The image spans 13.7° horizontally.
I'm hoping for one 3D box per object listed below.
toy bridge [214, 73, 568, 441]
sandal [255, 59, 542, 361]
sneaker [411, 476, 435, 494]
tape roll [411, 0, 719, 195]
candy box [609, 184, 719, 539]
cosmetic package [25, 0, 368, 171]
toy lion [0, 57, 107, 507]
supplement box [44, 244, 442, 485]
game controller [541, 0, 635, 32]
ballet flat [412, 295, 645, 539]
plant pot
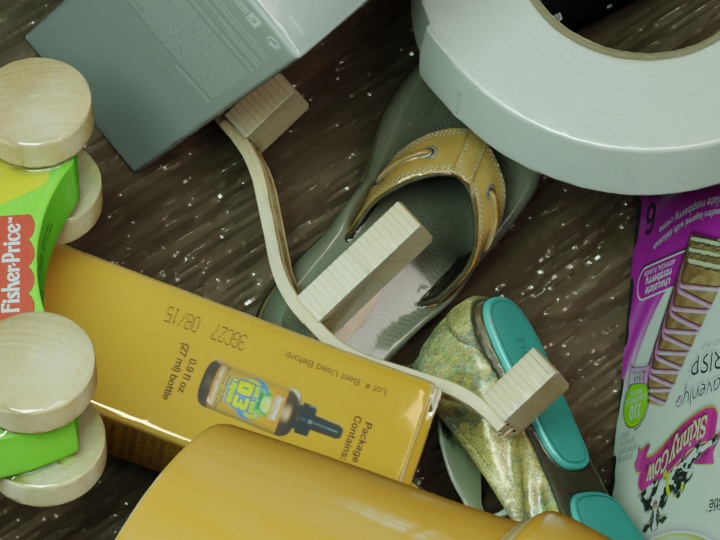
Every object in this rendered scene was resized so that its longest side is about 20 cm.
[{"bbox_3d":[0.000,0.000,1.295,0.067,0.027,0.200,-43,69,1],"label":"toy bridge"},{"bbox_3d":[0.025,-0.025,1.337,0.082,0.055,0.200,42,73,-9],"label":"sandal"},{"bbox_3d":[0.041,0.178,1.309,0.082,0.078,0.200,-44,91,-17],"label":"sneaker"},{"bbox_3d":[0.120,-0.125,1.320,0.201,0.037,0.204,1,58,-2],"label":"tape roll"},{"bbox_3d":[0.171,0.049,1.350,0.061,0.136,0.201,11,75,-20],"label":"candy box"},{"bbox_3d":[-0.053,-0.122,1.250,0.107,0.200,0.090,-44,100,-27],"label":"cosmetic package"},{"bbox_3d":[-0.195,-0.004,1.151,0.190,0.069,0.201,-4,52,-2],"label":"toy lion"},{"bbox_3d":[-0.071,0.050,1.251,0.199,0.069,0.067,20,70,1],"label":"supplement box"},{"bbox_3d":[0.105,-0.173,1.416,0.199,0.042,0.105,-28,92,-25],"label":"game controller"},{"bbox_3d":[0.081,0.107,1.317,0.070,0.071,0.201,-17,67,-26],"label":"ballet flat"},{"bbox_3d":[-0.008,0.157,1.152,0.183,0.200,0.201,30,67,13],"label":"plant pot"}]
